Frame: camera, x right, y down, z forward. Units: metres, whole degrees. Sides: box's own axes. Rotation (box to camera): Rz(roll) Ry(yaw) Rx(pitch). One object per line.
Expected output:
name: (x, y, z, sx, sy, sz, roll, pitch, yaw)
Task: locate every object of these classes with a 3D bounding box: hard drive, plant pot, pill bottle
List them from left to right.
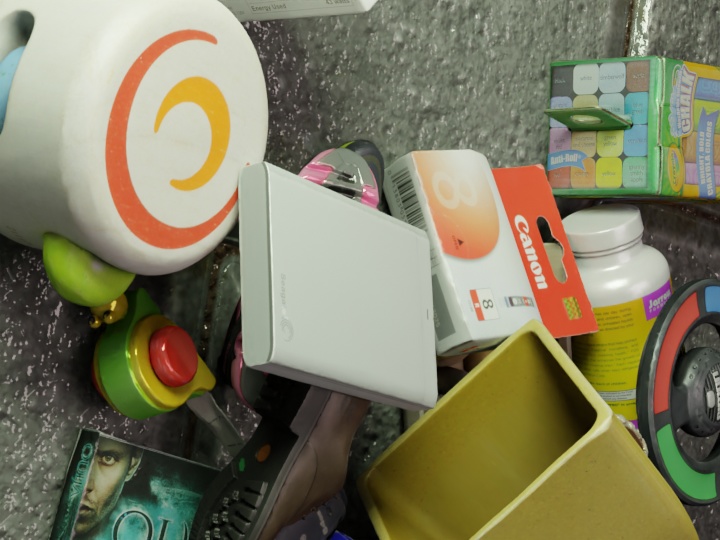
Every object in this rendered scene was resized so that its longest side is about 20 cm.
hard drive: (-0.012, 0.016, 1.182, 0.200, 0.026, 0.132, 21, 62, -55)
plant pot: (0.148, 0.196, 1.325, 0.195, 0.194, 0.200, -43, 112, 5)
pill bottle: (0.233, 0.046, 1.571, 0.104, 0.104, 0.201, -32, 115, -41)

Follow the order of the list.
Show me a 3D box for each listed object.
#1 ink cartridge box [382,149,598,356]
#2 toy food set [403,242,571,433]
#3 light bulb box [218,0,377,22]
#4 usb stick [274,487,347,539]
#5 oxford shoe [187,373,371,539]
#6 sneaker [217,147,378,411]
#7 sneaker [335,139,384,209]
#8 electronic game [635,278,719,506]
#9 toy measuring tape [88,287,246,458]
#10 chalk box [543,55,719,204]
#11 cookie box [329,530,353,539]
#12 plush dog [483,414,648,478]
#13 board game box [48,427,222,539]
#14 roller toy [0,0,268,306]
ink cartridge box: (0.121, -0.019, 1.439, 0.200, 0.050, 0.163, -7, 73, -40)
toy food set: (0.107, 0.061, 1.470, 0.200, 0.060, 0.144, -12, 102, -46)
light bulb box: (-0.075, -0.279, 1.156, 0.125, 0.198, 0.200, -51, 127, -34)
usb stick: (-0.076, 0.221, 1.266, 0.200, 0.033, 0.056, -47, 124, -35)
oxford shoe: (-0.052, 0.153, 1.212, 0.084, 0.073, 0.200, 29, 94, -35)
sneaker: (-0.054, 0.004, 1.275, 0.079, 0.095, 0.201, 26, 82, -20)
sneaker: (0.000, 0.000, 1.338, 0.074, 0.081, 0.201, 8, 87, -47)
electronic game: (0.302, 0.107, 1.543, 0.200, 0.042, 0.201, -3, 94, -49)
toy measuring tape: (-0.129, 0.095, 1.207, 0.074, 0.073, 0.200, -50, 121, -32)
chalk box: (0.246, -0.123, 1.562, 0.200, 0.124, 0.124, 0, 92, -46)
cookie box: (0.014, 0.320, 1.345, 0.200, 0.075, 0.171, 39, 83, -39)
plush dog: (0.138, 0.214, 1.478, 0.171, 0.160, 0.201, -8, 102, -26)
board game box: (-0.136, 0.200, 1.245, 0.200, 0.028, 0.136, 24, 75, -45)
roller toy: (-0.161, -0.097, 1.120, 0.200, 0.139, 0.183, -41, 131, -40)
